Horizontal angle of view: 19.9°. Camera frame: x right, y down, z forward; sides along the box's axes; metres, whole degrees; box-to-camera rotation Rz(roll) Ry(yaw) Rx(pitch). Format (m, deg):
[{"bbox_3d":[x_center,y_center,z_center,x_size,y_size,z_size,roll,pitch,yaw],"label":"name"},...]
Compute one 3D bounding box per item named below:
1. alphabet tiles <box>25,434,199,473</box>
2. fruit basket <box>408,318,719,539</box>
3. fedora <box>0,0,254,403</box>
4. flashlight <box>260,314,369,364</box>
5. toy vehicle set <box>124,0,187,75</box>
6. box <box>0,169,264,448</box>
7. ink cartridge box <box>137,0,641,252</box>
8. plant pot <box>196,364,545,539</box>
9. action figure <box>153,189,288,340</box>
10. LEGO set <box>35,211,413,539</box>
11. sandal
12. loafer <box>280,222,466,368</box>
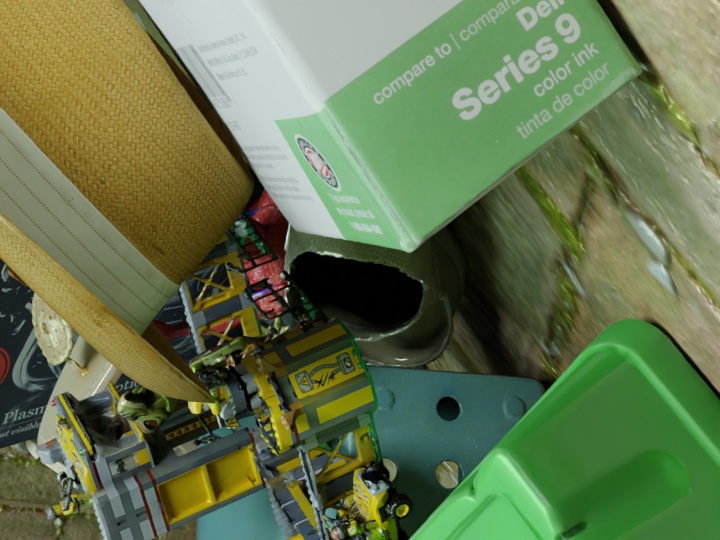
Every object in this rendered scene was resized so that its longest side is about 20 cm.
[{"bbox_3d":[-0.119,0.061,1.108,0.199,0.015,0.196,33,-152,9],"label":"alphabet tiles"},{"bbox_3d":[0.117,0.133,0.707,0.215,0.156,0.216,26,-146,-20],"label":"fruit basket"},{"bbox_3d":[-0.096,-0.048,0.667,0.201,0.082,0.201,47,178,2],"label":"fedora"},{"bbox_3d":[-0.026,0.037,1.240,0.200,0.068,0.068,-136,57,-65],"label":"flashlight"},{"bbox_3d":[-0.102,-0.087,0.810,0.124,0.199,0.027,69,-156,-58],"label":"toy vehicle set"},{"bbox_3d":[-0.149,-0.019,1.006,0.104,0.199,0.183,47,136,32],"label":"box"},{"bbox_3d":[-0.027,-0.112,0.577,0.200,0.087,0.145,54,171,-11],"label":"ink cartridge box"},{"bbox_3d":[0.010,0.113,0.944,0.200,0.140,0.142,129,143,-67],"label":"plant pot"},{"bbox_3d":[-0.051,0.007,0.975,0.200,0.098,0.066,43,-141,-72],"label":"action figure"},{"bbox_3d":[-0.071,0.061,0.800,0.200,0.115,0.154,53,160,45],"label":"LEGO set"},{"bbox_3d":[-0.110,-0.027,0.901,0.069,0.212,0.078,33,180,-21],"label":"sandal"},{"bbox_3d":[0.000,0.000,0.845,0.075,0.069,0.200,10,157,12],"label":"loafer"}]
